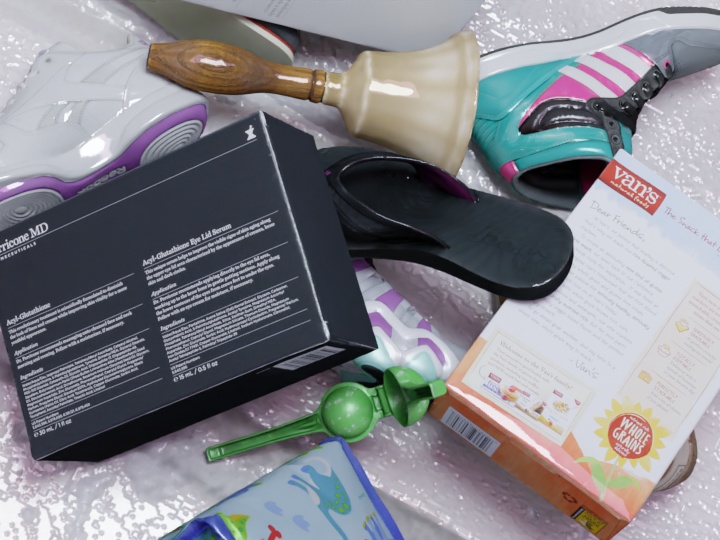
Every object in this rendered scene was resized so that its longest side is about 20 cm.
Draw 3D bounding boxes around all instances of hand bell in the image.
[{"bbox_3d":[-0.034,-0.118,1.196,0.200,0.104,0.104,9,69,-12],"label":"hand bell"}]

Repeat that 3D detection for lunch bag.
[{"bbox_3d":[-0.027,0.213,1.051,0.200,0.127,0.170,60,27,4],"label":"lunch bag"}]

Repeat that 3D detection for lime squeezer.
[{"bbox_3d":[-0.003,0.087,1.124,0.071,0.200,0.038,-38,103,-45],"label":"lime squeezer"}]

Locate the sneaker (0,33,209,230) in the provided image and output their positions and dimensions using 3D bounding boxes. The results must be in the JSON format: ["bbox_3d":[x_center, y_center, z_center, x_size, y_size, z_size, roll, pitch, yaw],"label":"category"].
[{"bbox_3d":[-0.198,-0.083,1.189,0.200,0.075,0.100,-27,67,-25],"label":"sneaker"}]

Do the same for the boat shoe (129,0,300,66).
[{"bbox_3d":[-0.123,-0.197,1.240,0.200,0.071,0.063,28,64,3],"label":"boat shoe"}]

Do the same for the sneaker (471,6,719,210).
[{"bbox_3d":[0.169,-0.099,1.256,0.200,0.084,0.121,-15,70,-9],"label":"sneaker"}]

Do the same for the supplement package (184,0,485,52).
[{"bbox_3d":[-0.016,-0.229,1.204,0.200,0.117,0.117,11,50,-29],"label":"supplement package"}]

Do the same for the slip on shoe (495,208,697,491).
[{"bbox_3d":[0.154,0.050,1.218,0.061,0.076,0.200,1,52,-56],"label":"slip on shoe"}]

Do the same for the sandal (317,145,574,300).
[{"bbox_3d":[0.032,-0.040,1.133,0.200,0.048,0.075,14,59,19],"label":"sandal"}]

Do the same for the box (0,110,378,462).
[{"bbox_3d":[-0.108,0.014,1.109,0.200,0.079,0.141,-22,76,19],"label":"box"}]

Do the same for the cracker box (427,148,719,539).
[{"bbox_3d":[0.152,0.043,1.144,0.134,0.058,0.200,37,67,6],"label":"cracker box"}]

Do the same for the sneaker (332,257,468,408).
[{"bbox_3d":[0.000,0.000,1.190,0.200,0.078,0.140,18,69,-6],"label":"sneaker"}]
